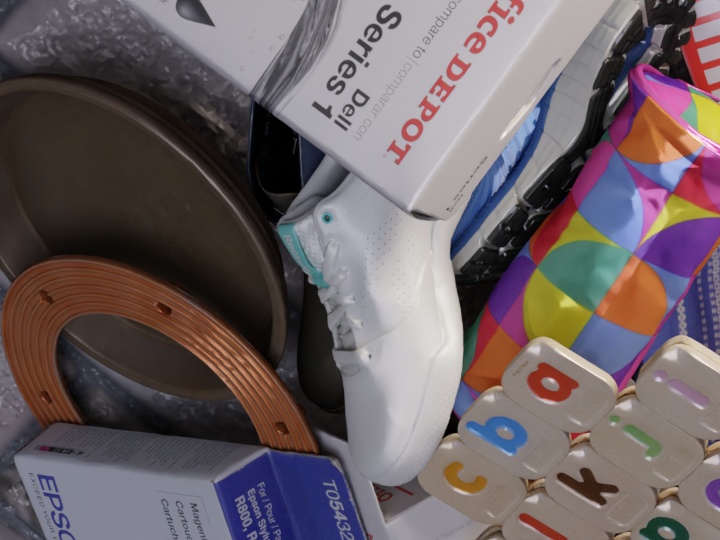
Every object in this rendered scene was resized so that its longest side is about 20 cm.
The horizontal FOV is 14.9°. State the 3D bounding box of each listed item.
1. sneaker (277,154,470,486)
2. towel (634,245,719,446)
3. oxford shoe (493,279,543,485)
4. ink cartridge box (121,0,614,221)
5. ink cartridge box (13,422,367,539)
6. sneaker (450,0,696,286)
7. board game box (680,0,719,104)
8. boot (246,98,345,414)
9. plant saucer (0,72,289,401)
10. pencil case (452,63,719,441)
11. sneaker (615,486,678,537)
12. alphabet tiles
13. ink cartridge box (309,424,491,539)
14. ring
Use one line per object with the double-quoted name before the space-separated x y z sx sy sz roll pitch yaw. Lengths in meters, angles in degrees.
"sneaker" 0.000 0.000 1.290 0.088 0.075 0.200 5 90 -31
"towel" 0.207 0.008 1.282 0.200 0.024 0.145 -12 78 40
"oxford shoe" 0.104 0.092 1.410 0.071 0.071 0.200 0 110 3
"ink cartridge box" -0.005 -0.136 1.218 0.200 0.084 0.146 37 96 11
"ink cartridge box" -0.070 0.177 1.422 0.200 0.043 0.196 4 122 41
"sneaker" 0.083 -0.078 1.331 0.089 0.079 0.200 45 118 31
"board game box" 0.253 -0.127 1.314 0.200 0.046 0.152 -18 108 14
"boot" -0.024 -0.021 1.355 0.075 0.097 0.200 27 113 44
"plant saucer" -0.114 -0.019 1.365 0.200 0.029 0.200 25 141 22
"pencil case" 0.112 0.000 1.297 0.088 0.088 0.200 32 113 -6
"sneaker" 0.162 0.161 1.395 0.074 0.079 0.200 12 135 43
"alphabet tiles" 0.134 0.112 1.286 0.196 0.015 0.200 31 132 -8
"ink cartridge box" 0.030 0.152 1.410 0.068 0.115 0.200 -28 111 -22
"ring" -0.099 0.068 1.404 0.200 0.019 0.200 23 141 21
